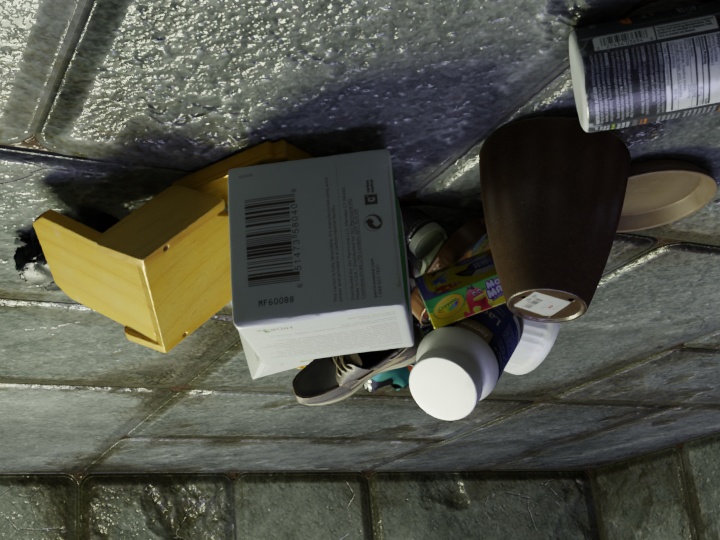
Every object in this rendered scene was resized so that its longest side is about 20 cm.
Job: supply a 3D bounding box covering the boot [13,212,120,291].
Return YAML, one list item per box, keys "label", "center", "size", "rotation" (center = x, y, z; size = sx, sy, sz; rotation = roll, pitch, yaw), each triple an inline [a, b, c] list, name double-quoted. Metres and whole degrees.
- label: "boot"
  center: [-0.366, -0.007, 1.375]
  size: [0.162, 0.074, 0.198]
  rotation: [-19, 148, 26]

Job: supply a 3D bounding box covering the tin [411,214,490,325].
- label: "tin"
  center: [0.140, -0.001, 1.450]
  size: [0.112, 0.042, 0.201]
  rotation: [-13, 143, -46]

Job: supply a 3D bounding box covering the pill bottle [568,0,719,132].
- label: "pill bottle"
  center: [0.313, -0.205, 0.980]
  size: [0.198, 0.107, 0.106]
  rotation: [-9, 159, 9]

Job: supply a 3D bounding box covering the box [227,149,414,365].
- label: "box"
  center: [-0.044, -0.011, 1.184]
  size: [0.198, 0.200, 0.171]
  rotation: [-7, 159, 4]

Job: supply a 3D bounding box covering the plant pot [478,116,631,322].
- label: "plant pot"
  center: [0.227, -0.047, 1.186]
  size: [0.185, 0.201, 0.187]
  rotation: [7, 154, 3]

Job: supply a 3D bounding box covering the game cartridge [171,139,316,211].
- label: "game cartridge"
  center: [-0.110, -0.096, 1.263]
  size: [0.175, 0.033, 0.200]
  rotation: [-18, 157, 30]

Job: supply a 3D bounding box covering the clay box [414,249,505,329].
- label: "clay box"
  center: [0.177, 0.008, 1.324]
  size: [0.199, 0.048, 0.115]
  rotation: [-22, -165, 2]

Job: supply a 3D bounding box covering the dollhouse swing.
- label: "dollhouse swing"
  center: [-0.281, -0.027, 1.266]
  size: [0.182, 0.175, 0.201]
  rotation: [-40, 153, -26]

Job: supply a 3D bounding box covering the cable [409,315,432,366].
- label: "cable"
  center: [0.123, 0.129, 1.570]
  size: [0.200, 0.163, 0.051]
  rotation: [-20, 138, -58]

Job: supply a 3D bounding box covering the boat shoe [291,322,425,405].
- label: "boat shoe"
  center: [-0.008, 0.118, 1.354]
  size: [0.199, 0.075, 0.073]
  rotation: [-28, 154, 1]

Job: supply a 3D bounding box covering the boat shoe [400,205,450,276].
- label: "boat shoe"
  center: [0.094, -0.040, 1.431]
  size: [0.072, 0.061, 0.201]
  rotation: [-42, 159, -3]

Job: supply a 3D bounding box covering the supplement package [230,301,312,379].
- label: "supplement package"
  center: [-0.068, 0.044, 1.417]
  size: [0.199, 0.148, 0.191]
  rotation: [-13, 164, -17]

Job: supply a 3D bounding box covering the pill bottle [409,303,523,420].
- label: "pill bottle"
  center: [0.143, 0.109, 1.340]
  size: [0.115, 0.116, 0.200]
  rotation: [-19, -164, 32]

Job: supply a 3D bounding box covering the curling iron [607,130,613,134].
- label: "curling iron"
  center: [0.282, -0.169, 1.178]
  size: [0.049, 0.026, 0.200]
  rotation: [4, 157, -17]

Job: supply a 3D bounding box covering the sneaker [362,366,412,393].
- label: "sneaker"
  center: [0.072, 0.151, 1.640]
  size: [0.199, 0.080, 0.071]
  rotation: [-8, -151, -45]

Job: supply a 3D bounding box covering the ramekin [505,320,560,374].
- label: "ramekin"
  center: [0.216, 0.052, 1.515]
  size: [0.097, 0.202, 0.200]
  rotation: [11, 154, -23]

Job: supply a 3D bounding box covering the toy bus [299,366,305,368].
- label: "toy bus"
  center: [-0.027, 0.119, 1.737]
  size: [0.198, 0.137, 0.192]
  rotation: [-2, 172, -18]

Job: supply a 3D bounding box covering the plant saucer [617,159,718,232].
- label: "plant saucer"
  center: [0.392, -0.104, 1.376]
  size: [0.198, 0.030, 0.200]
  rotation: [-5, 160, -2]

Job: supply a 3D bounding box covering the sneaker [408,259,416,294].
- label: "sneaker"
  center: [0.059, 0.019, 1.531]
  size: [0.080, 0.087, 0.200]
  rotation: [-10, 159, 11]
